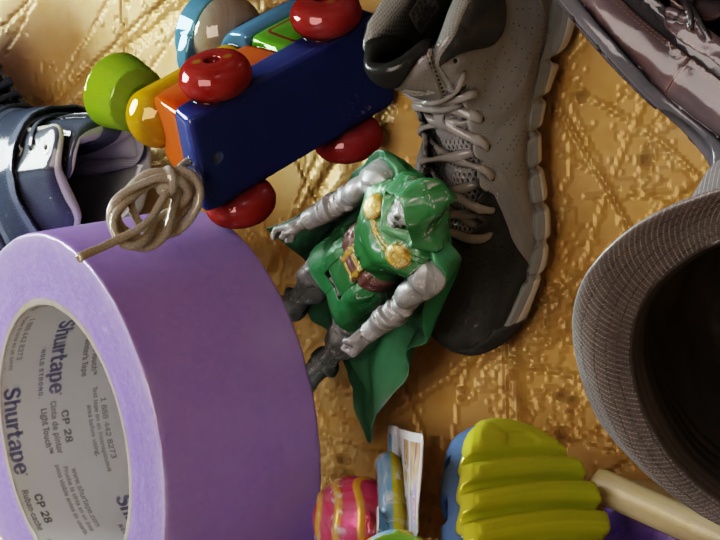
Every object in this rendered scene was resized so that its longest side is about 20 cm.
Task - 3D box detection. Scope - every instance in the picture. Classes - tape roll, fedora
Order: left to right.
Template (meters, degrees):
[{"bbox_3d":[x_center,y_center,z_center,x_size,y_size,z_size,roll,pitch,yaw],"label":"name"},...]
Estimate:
[{"bbox_3d":[-0.106,0.075,1.319,0.200,0.085,0.200,24,119,53],"label":"tape roll"},{"bbox_3d":[0.180,0.017,1.121,0.177,0.200,0.090,-24,30,24],"label":"fedora"}]

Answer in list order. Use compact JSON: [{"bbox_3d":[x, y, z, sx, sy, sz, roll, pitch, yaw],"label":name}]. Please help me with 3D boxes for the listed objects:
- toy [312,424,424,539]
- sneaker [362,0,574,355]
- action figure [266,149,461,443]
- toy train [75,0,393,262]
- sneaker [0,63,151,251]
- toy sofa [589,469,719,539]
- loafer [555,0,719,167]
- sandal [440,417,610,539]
[{"bbox_3d":[0.002,0.127,1.228,0.047,0.200,0.115,2,88,-6],"label":"toy"},{"bbox_3d":[0.034,-0.062,1.254,0.075,0.115,0.200,8,92,35],"label":"sneaker"},{"bbox_3d":[0.000,0.000,1.255,0.118,0.055,0.200,60,154,10],"label":"action figure"},{"bbox_3d":[-0.091,-0.071,1.304,0.116,0.200,0.085,23,135,43],"label":"toy train"},{"bbox_3d":[-0.181,-0.090,1.419,0.146,0.077,0.203,-17,88,44],"label":"sneaker"},{"bbox_3d":[0.111,0.193,1.200,0.083,0.098,0.200,23,102,33],"label":"toy sofa"},{"bbox_3d":[0.157,-0.086,1.207,0.063,0.072,0.200,-44,71,10],"label":"loafer"},{"bbox_3d":[0.063,0.158,1.160,0.087,0.079,0.200,-42,46,48],"label":"sandal"}]
